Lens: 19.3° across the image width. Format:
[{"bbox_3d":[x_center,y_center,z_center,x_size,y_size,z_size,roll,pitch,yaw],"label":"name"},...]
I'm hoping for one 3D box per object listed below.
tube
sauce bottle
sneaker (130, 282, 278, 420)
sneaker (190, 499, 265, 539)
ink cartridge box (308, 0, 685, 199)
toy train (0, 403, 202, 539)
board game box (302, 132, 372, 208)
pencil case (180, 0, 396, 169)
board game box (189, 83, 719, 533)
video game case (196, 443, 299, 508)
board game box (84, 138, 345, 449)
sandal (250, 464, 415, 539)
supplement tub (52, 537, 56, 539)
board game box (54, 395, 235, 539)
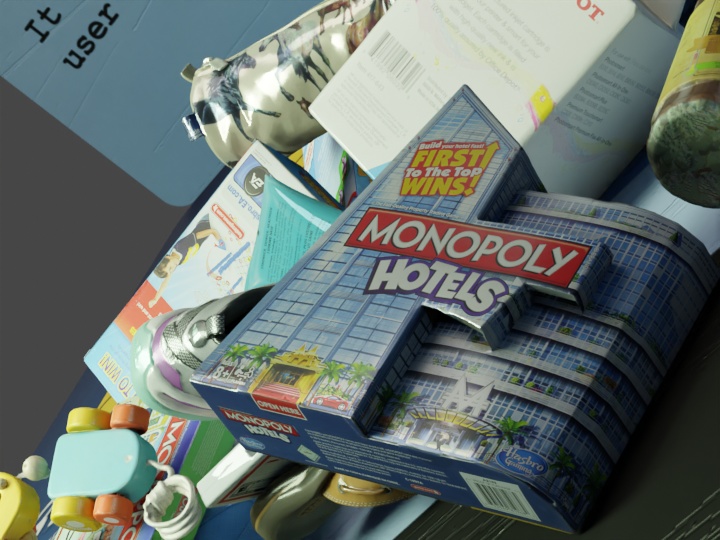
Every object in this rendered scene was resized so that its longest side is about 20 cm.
[{"bbox_3d":[0.000,0.000,1.301,0.200,0.050,0.078,19,98,42],"label":"tube"},{"bbox_3d":[0.191,-0.110,1.062,0.065,0.065,0.200,-45,13,39],"label":"sauce bottle"},{"bbox_3d":[-0.015,0.049,1.197,0.140,0.200,0.078,-24,69,51],"label":"sneaker"},{"bbox_3d":[-0.101,0.207,1.260,0.200,0.066,0.078,-50,24,7],"label":"sneaker"},{"bbox_3d":[0.098,-0.117,1.226,0.200,0.129,0.125,-49,-29,14],"label":"ink cartridge box"},{"bbox_3d":[-0.174,0.172,1.233,0.200,0.056,0.150,-40,52,5],"label":"toy train"},{"bbox_3d":[-0.007,-0.060,1.533,0.151,0.036,0.200,108,159,-53],"label":"board game box"},{"bbox_3d":[-0.028,-0.142,1.432,0.200,0.089,0.078,-29,24,29],"label":"pencil case"},{"bbox_3d":[0.054,0.007,0.990,0.200,0.062,0.200,9,57,39],"label":"board game box"},{"bbox_3d":[0.015,0.066,1.165,0.143,0.017,0.200,-7,-28,-44],"label":"video game case"},{"bbox_3d":[-0.062,0.048,1.394,0.196,0.056,0.200,-51,50,8],"label":"board game box"},{"bbox_3d":[0.006,0.108,1.150,0.082,0.055,0.200,-9,-27,-43],"label":"sandal"},{"bbox_3d":[-0.222,0.264,1.572,0.200,0.107,0.107,-42,14,53],"label":"supplement tub"},{"bbox_3d":[-0.142,0.158,1.287,0.134,0.029,0.200,-23,38,51],"label":"board game box"}]
